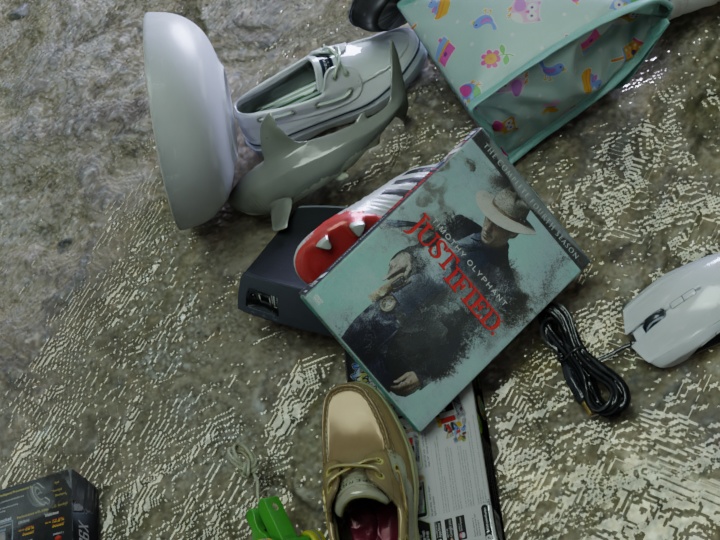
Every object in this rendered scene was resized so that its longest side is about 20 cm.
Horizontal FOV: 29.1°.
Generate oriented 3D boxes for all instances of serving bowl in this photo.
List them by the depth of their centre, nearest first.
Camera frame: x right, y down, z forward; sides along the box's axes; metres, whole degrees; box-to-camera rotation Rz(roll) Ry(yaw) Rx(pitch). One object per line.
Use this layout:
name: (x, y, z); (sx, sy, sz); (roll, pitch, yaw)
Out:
serving bowl: (-0.152, -0.142, 1.287); (0.065, 0.201, 0.202); (-9, 56, -2)

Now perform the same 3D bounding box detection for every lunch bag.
lunch bag: (0.160, -0.225, 1.243); (0.199, 0.122, 0.171); (-36, 53, 7)

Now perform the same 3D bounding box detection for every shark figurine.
shark figurine: (-0.044, -0.119, 1.260); (0.213, 0.090, 0.128); (-33, 20, 9)

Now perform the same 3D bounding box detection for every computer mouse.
computer mouse: (0.245, 0.034, 1.100); (0.198, 0.044, 0.110); (-28, 53, 6)

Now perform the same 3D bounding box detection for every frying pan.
frying pan: (0.059, -0.266, 1.324); (0.115, 0.189, 0.031); (-44, 73, 30)

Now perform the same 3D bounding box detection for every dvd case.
dvd case: (0.070, 0.006, 1.107); (0.200, 0.022, 0.146); (-43, 98, -12)

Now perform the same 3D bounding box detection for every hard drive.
hard drive: (0.000, 0.000, 1.199); (0.198, 0.043, 0.135); (11, 45, 30)

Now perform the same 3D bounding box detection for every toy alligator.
toy alligator: (-0.065, 0.229, 1.113); (0.201, 0.059, 0.055); (53, 129, 36)

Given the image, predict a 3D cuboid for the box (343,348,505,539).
box: (0.050, 0.143, 1.123); (0.109, 0.035, 0.202); (-15, 57, 14)

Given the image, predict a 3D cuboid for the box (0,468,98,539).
box: (-0.322, 0.275, 1.193); (0.198, 0.050, 0.159); (-18, 56, 12)

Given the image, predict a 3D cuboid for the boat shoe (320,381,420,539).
boat shoe: (0.007, 0.174, 1.051); (0.073, 0.066, 0.202); (-20, 66, 11)

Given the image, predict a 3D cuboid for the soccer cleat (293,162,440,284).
soccer cleat: (0.031, -0.043, 1.159); (0.198, 0.069, 0.085); (-27, 23, -11)

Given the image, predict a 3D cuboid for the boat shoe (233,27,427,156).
boat shoe: (-0.029, -0.178, 1.326); (0.199, 0.067, 0.074); (-33, 54, 2)

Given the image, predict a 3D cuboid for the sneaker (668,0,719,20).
sneaker: (0.281, -0.308, 1.283); (0.098, 0.075, 0.202); (-13, 55, -7)
